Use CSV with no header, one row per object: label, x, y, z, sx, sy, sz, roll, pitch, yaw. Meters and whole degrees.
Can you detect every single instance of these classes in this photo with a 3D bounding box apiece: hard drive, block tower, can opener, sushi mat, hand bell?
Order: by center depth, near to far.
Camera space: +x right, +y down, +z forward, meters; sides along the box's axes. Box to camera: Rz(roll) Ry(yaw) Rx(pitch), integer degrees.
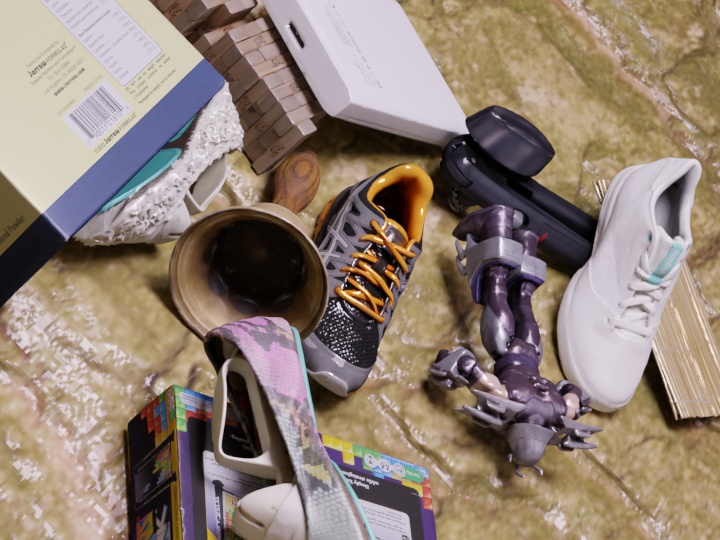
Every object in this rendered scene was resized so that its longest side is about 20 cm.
hand bell,-0.056,-0.034,1.580,0.104,0.104,0.200,42,25,-11
block tower,-0.100,-0.167,1.652,0.200,0.054,0.058,54,38,5
hard drive,0.002,-0.157,1.720,0.132,0.026,0.200,61,21,18
can opener,0.134,-0.045,1.782,0.200,0.078,0.064,40,42,-33
sushi mat,0.237,0.021,1.835,0.096,0.012,0.201,0,68,-54

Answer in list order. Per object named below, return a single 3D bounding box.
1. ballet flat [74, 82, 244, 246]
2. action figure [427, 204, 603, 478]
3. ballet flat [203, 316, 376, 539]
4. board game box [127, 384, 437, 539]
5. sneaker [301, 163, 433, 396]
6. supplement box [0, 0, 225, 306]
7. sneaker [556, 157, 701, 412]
ballet flat,-0.122,-0.058,1.530,0.072,0.072,0.200,44,38,-7
action figure,0.107,0.058,1.663,0.130,0.069,0.201,26,46,-38
ballet flat,-0.048,0.115,1.373,0.071,0.069,0.200,-5,58,-26
board game box,-0.042,0.175,1.418,0.200,0.057,0.166,21,47,-32
sneaker,0.000,0.000,1.593,0.078,0.077,0.200,35,41,-21
supplement box,-0.220,-0.099,1.307,0.200,0.134,0.200,46,37,-5
sneaker,0.205,0.005,1.747,0.075,0.088,0.201,23,69,-24
